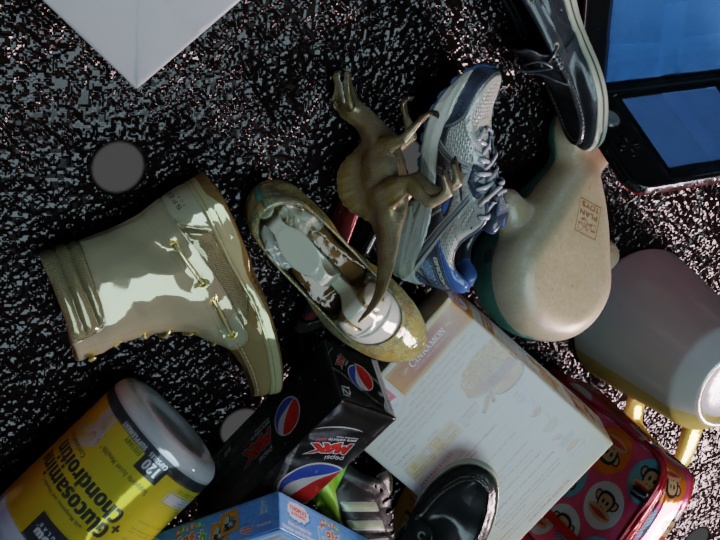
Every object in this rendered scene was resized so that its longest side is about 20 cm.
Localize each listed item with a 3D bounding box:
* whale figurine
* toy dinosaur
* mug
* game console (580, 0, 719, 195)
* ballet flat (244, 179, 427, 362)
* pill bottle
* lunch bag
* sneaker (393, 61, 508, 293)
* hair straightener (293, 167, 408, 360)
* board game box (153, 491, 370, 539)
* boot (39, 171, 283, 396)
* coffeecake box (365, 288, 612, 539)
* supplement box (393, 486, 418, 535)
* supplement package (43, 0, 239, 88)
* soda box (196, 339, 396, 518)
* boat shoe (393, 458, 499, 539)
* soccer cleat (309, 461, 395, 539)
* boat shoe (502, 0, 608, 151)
[{"bbox_3d":[0.167,-0.038,1.017,0.158,0.103,0.202,20,80,-33],"label":"whale figurine"},{"bbox_3d":[0.028,-0.064,0.889,0.100,0.203,0.058,-13,170,21],"label":"toy dinosaur"},{"bbox_3d":[0.322,0.091,1.113,0.149,0.153,0.187,-36,126,-7],"label":"mug"},{"bbox_3d":[0.296,-0.176,0.986,0.198,0.173,0.119,-10,146,-24],"label":"game console"},{"bbox_3d":[-0.019,0.010,0.907,0.071,0.071,0.200,-43,103,-1],"label":"ballet flat"},{"bbox_3d":[-0.222,0.192,0.907,0.200,0.112,0.112,-44,126,-1],"label":"pill bottle"},{"bbox_3d":[0.206,0.212,1.088,0.081,0.200,0.177,24,102,-39],"label":"lunch bag"},{"bbox_3d":[0.093,-0.072,0.938,0.077,0.085,0.202,-22,133,-55],"label":"sneaker"},{"bbox_3d":[0.000,0.000,0.965,0.076,0.041,0.202,12,103,-32],"label":"hair straightener"},{"bbox_3d":[-0.108,0.256,0.971,0.198,0.037,0.151,-23,142,23],"label":"board game box"},{"bbox_3d":[-0.153,0.041,0.889,0.154,0.073,0.202,-26,122,-14],"label":"boot"},{"bbox_3d":[0.099,0.135,1.010,0.200,0.073,0.154,41,100,-8],"label":"coffeecake box"},{"bbox_3d":[0.078,0.246,1.120,0.068,0.067,0.202,17,107,-35],"label":"supplement box"},{"bbox_3d":[-0.156,-0.249,0.694,0.155,0.111,0.200,-36,127,15],"label":"supplement package"},{"bbox_3d":[-0.061,0.153,0.959,0.063,0.071,0.200,22,123,-36],"label":"soda box"},{"bbox_3d":[0.059,0.254,0.973,0.074,0.066,0.200,33,113,-3],"label":"boat shoe"},{"bbox_3d":[0.008,0.233,1.055,0.081,0.067,0.201,-35,107,-15],"label":"soccer cleat"},{"bbox_3d":[0.154,-0.187,0.931,0.062,0.075,0.202,-28,116,-9],"label":"boat shoe"}]
